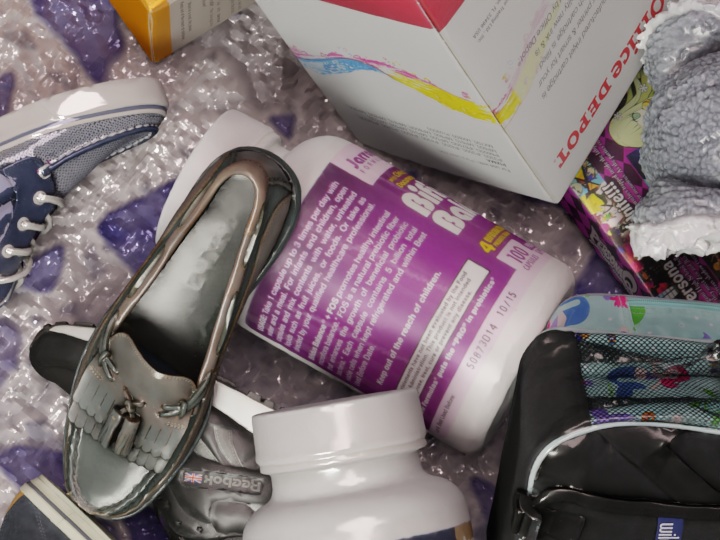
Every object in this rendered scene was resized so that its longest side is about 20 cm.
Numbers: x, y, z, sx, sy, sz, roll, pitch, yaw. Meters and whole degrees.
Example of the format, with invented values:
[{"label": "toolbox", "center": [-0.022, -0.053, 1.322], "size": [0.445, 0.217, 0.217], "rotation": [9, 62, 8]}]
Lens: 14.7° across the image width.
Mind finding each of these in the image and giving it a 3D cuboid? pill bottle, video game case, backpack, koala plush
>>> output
[{"label": "pill bottle", "center": [0.000, 0.000, 1.426], "size": [0.200, 0.112, 0.112], "rotation": [29, 72, 7]}, {"label": "pill bottle", "center": [0.004, 0.161, 1.335], "size": [0.110, 0.111, 0.201], "rotation": [-10, 89, -6]}, {"label": "video game case", "center": [0.206, -0.052, 1.493], "size": [0.181, 0.036, 0.200], "rotation": [-33, 75, -14]}, {"label": "backpack", "center": [0.167, 0.107, 1.362], "size": [0.199, 0.178, 0.151], "rotation": [5, 40, -2]}, {"label": "koala plush", "center": [0.232, -0.066, 1.392], "size": [0.199, 0.184, 0.178], "rotation": [5, 60, 9]}]

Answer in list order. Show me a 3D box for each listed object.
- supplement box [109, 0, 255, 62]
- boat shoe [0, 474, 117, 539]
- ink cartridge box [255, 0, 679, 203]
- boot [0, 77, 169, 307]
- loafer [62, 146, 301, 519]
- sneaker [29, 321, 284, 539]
[{"label": "supplement box", "center": [-0.065, -0.223, 1.521], "size": [0.200, 0.074, 0.126], "rotation": [-32, 75, -12]}, {"label": "boat shoe", "center": [-0.116, 0.179, 1.365], "size": [0.062, 0.075, 0.200], "rotation": [-46, 57, -6]}, {"label": "ink cartridge box", "center": [0.045, -0.158, 1.418], "size": [0.144, 0.200, 0.146], "rotation": [19, 68, 38]}, {"label": "boot", "center": [-0.184, -0.028, 1.458], "size": [0.199, 0.073, 0.091], "rotation": [-21, 80, -1]}, {"label": "loafer", "center": [-0.095, 0.030, 1.353], "size": [0.072, 0.063, 0.201], "rotation": [27, 94, 6]}, {"label": "sneaker", "center": [-0.088, 0.097, 1.412], "size": [0.199, 0.076, 0.088], "rotation": [25, 77, 6]}]
